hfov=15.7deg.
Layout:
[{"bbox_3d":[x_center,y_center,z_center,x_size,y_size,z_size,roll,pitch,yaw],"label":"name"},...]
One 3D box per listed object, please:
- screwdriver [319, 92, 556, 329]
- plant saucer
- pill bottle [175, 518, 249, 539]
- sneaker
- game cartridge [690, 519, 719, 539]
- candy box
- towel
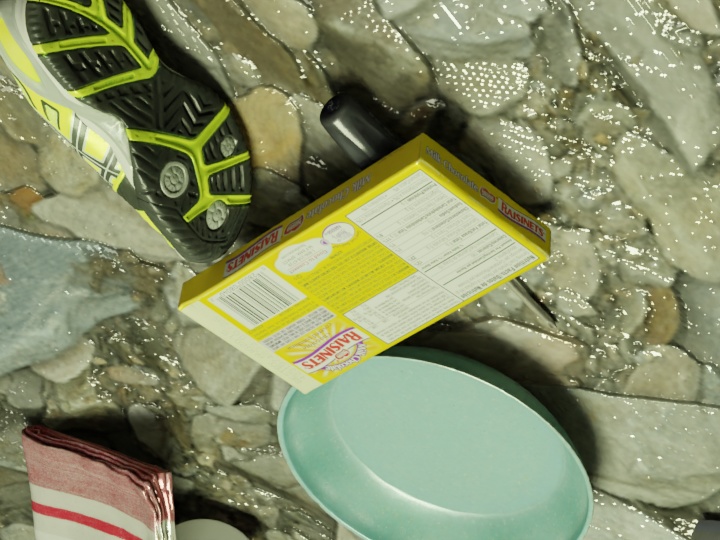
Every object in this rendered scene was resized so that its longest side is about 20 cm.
[{"bbox_3d":[0.045,-0.029,1.436,0.200,0.028,0.029,45,166,-33],"label":"screwdriver"},{"bbox_3d":[0.049,0.108,1.571,0.198,0.036,0.201,14,141,12],"label":"plant saucer"},{"bbox_3d":[-0.113,0.253,1.761,0.104,0.105,0.201,19,141,5],"label":"pill bottle"},{"bbox_3d":[-0.130,-0.087,1.428,0.076,0.075,0.201,9,141,50],"label":"sneaker"},{"bbox_3d":[0.305,0.202,1.553,0.198,0.039,0.130,1,139,25],"label":"game cartridge"},{"bbox_3d":[0.000,0.000,1.438,0.102,0.027,0.199,33,135,-30],"label":"candy box"},{"bbox_3d":[-0.168,0.210,1.697,0.143,0.023,0.202,13,112,46],"label":"towel"}]
